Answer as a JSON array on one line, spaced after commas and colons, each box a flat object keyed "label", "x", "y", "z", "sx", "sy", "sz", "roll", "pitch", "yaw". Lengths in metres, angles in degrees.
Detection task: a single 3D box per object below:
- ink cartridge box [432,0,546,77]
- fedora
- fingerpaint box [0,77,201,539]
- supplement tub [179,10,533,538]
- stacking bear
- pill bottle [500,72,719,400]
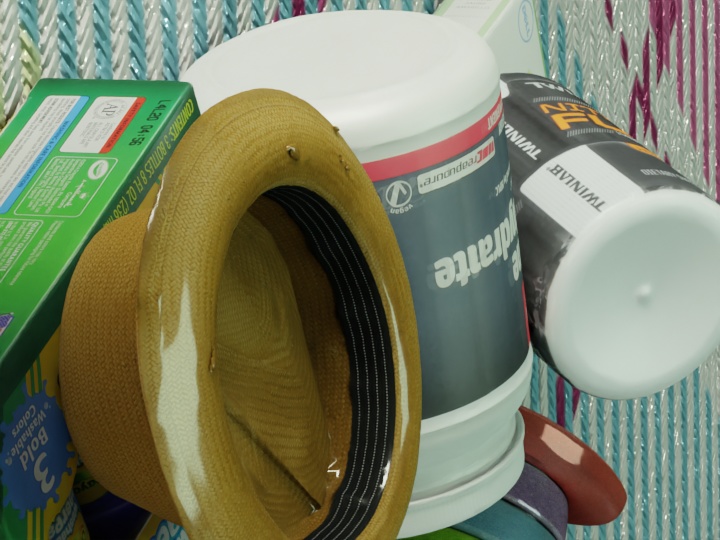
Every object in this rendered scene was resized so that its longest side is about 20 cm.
[{"label": "ink cartridge box", "x": 0.081, "y": -0.092, "z": 1.529, "sx": 0.200, "sy": 0.048, "sz": 0.146, "roll": -53, "pitch": 139, "yaw": -49}, {"label": "fedora", "x": -0.049, "y": 0.035, "z": 1.008, "sx": 0.200, "sy": 0.082, "sz": 0.201, "roll": 8, "pitch": 81, "yaw": -62}, {"label": "fingerpaint box", "x": -0.108, "y": 0.052, "z": 1.065, "sx": 0.200, "sy": 0.073, "sz": 0.167, "roll": -60, "pitch": 145, "yaw": -46}, {"label": "supplement tub", "x": 0.000, "y": 0.000, "z": 1.229, "sx": 0.140, "sy": 0.140, "sz": 0.201, "roll": -48, "pitch": 136, "yaw": -56}, {"label": "stacking bear", "x": 0.036, "y": 0.169, "z": 1.385, "sx": 0.200, "sy": 0.121, "sz": 0.114, "roll": -68, "pitch": 153, "yaw": -22}, {"label": "pill bottle", "x": 0.087, "y": -0.028, "z": 1.341, "sx": 0.106, "sy": 0.200, "sz": 0.107, "roll": -12, "pitch": 119, "yaw": -22}]
